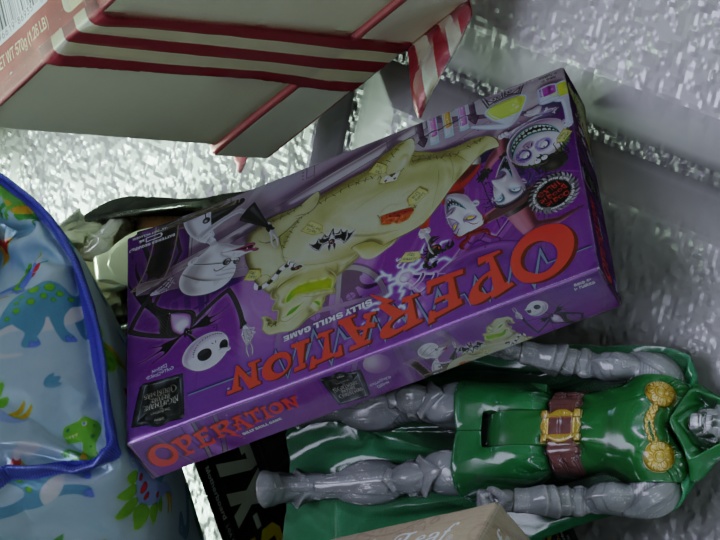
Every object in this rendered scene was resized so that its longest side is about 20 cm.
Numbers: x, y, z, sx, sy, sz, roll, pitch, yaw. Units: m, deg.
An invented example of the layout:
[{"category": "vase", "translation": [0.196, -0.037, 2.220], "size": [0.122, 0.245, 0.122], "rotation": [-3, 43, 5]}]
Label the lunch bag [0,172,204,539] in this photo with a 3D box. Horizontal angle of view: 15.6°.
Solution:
[{"category": "lunch bag", "translation": [-0.143, 0.070, 1.133], "size": [0.170, 0.127, 0.201], "rotation": [73, -177, -46]}]

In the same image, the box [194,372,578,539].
[{"category": "box", "translation": [0.004, 0.091, 1.128], "size": [0.160, 0.049, 0.201], "rotation": [-42, 61, 41]}]

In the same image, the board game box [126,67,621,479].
[{"category": "board game box", "translation": [0.000, 0.000, 1.041], "size": [0.199, 0.032, 0.120], "rotation": [-21, 46, 14]}]

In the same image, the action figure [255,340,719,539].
[{"category": "action figure", "translation": [0.059, 0.064, 1.022], "size": [0.199, 0.055, 0.119], "rotation": [-5, 73, 18]}]

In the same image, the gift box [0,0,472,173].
[{"category": "gift box", "translation": [-0.063, -0.142, 1.095], "size": [0.184, 0.186, 0.201], "rotation": [-29, 68, 44]}]

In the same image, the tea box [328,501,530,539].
[{"category": "tea box", "translation": [0.014, 0.211, 0.988], "size": [0.200, 0.134, 0.197], "rotation": [-19, 118, 46]}]

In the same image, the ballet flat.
[{"category": "ballet flat", "translation": [-0.108, -0.005, 1.232], "size": [0.200, 0.068, 0.068], "rotation": [-16, 80, 47]}]
